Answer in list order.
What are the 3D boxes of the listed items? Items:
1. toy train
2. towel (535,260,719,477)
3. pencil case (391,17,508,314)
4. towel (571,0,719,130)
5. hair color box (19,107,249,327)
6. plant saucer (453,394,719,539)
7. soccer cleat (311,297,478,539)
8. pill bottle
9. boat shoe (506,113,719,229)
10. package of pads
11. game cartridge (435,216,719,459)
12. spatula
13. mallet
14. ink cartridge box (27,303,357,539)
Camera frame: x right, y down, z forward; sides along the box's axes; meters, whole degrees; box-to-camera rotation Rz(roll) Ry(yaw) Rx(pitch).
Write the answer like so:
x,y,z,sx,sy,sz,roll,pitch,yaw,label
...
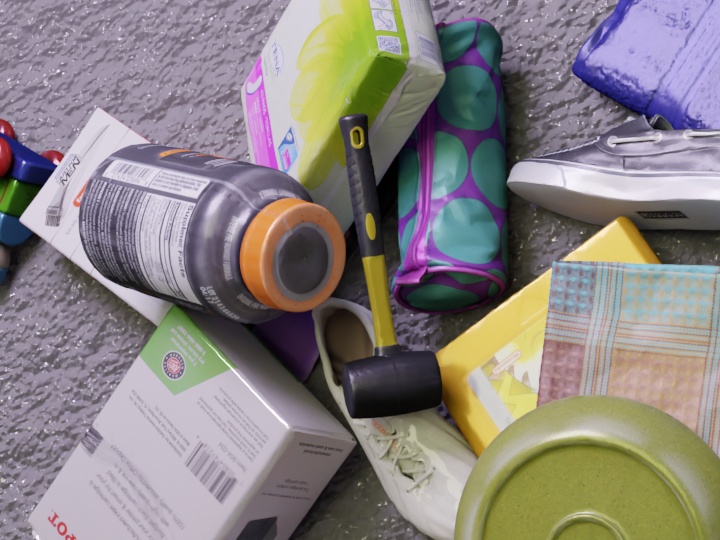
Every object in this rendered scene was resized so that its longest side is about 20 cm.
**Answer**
x,y,z,sx,sy,sz,roll,pitch,yaw,label
-0.341,-0.078,1.486,0.199,0.084,0.116,29,99,32,toy train
0.209,0.068,1.144,0.199,0.022,0.148,4,79,23,towel
0.061,-0.074,1.269,0.085,0.092,0.201,-13,67,33,pencil case
0.260,-0.149,1.230,0.200,0.049,0.148,36,97,31,towel
-0.155,-0.027,1.378,0.200,0.064,0.111,34,88,30,hair color box
0.146,0.179,1.132,0.199,0.031,0.202,-1,89,24,plant saucer
0.022,0.103,1.233,0.069,0.078,0.200,-38,60,9,soccer cleat
-0.097,-0.023,1.220,0.199,0.106,0.107,15,78,48,pill bottle
0.190,-0.070,1.205,0.199,0.072,0.068,4,71,43,boat shoe
-0.016,-0.134,1.278,0.200,0.068,0.155,-54,35,42,package of pads
0.160,0.093,1.183,0.176,0.032,0.201,-37,65,10,game cartridge
-0.013,-0.013,1.325,0.056,0.021,0.201,32,85,19,spatula
0.000,0.000,1.186,0.065,0.041,0.201,-16,92,-9,mallet
-0.121,0.149,1.264,0.145,0.084,0.200,43,105,32,ink cartridge box
